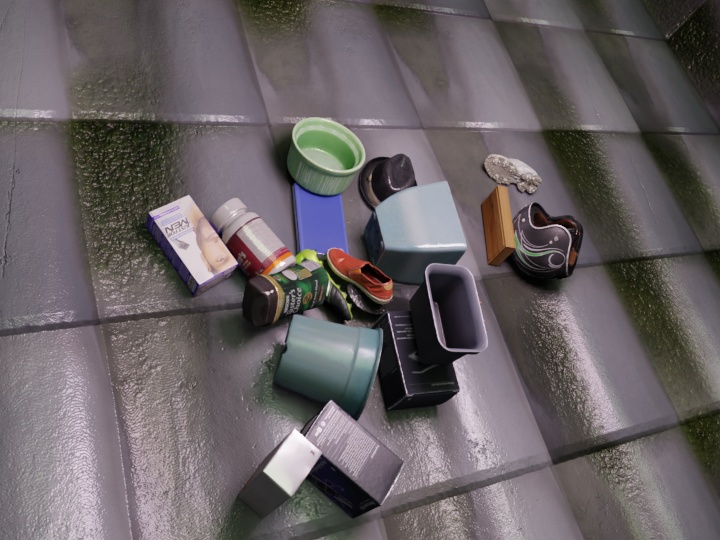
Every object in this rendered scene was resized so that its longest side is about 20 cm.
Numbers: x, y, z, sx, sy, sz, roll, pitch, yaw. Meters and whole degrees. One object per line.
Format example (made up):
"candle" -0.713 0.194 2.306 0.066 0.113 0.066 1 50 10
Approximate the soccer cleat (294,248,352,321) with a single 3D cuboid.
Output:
"soccer cleat" -0.093 0.044 1.555 0.080 0.068 0.202 -33 80 -16

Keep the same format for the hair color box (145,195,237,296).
"hair color box" -0.375 -0.057 1.468 0.109 0.065 0.201 -31 80 -36

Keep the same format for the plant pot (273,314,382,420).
"plant pot" -0.074 0.193 1.402 0.192 0.201 0.203 17 55 -6

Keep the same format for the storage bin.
"storage bin" 0.187 0.108 1.453 0.143 0.135 0.204 4 61 -23

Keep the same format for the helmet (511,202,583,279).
"helmet" 0.502 -0.080 1.830 0.187 0.203 0.201 14 46 29

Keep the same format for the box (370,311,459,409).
"box" 0.122 0.205 1.525 0.145 0.104 0.204 1 62 -25

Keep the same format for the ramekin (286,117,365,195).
"ramekin" -0.094 -0.288 1.698 0.196 0.098 0.203 15 46 -15

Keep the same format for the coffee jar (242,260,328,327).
"coffee jar" -0.163 0.050 1.428 0.085 0.106 0.198 34 33 30

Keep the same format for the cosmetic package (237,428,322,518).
"cosmetic package" -0.154 0.382 1.235 0.071 0.200 0.102 39 52 1

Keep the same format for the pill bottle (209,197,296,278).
"pill bottle" -0.247 -0.060 1.502 0.200 0.110 0.109 47 53 6

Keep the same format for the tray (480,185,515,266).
"tray" 0.384 -0.126 1.856 0.036 0.099 0.204 11 58 -18

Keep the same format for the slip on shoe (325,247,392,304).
"slip on shoe" 0.000 0.000 1.563 0.199 0.062 0.074 37 40 25

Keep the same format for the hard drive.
"hard drive" -0.101 -0.122 1.662 0.129 0.025 0.204 5 60 -24

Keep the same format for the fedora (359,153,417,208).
"fedora" 0.094 -0.245 1.785 0.197 0.092 0.204 12 58 -20

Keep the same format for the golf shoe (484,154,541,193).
"golf shoe" 0.460 -0.310 2.031 0.197 0.079 0.098 24 37 -18

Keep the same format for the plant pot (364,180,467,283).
"plant pot" 0.121 -0.087 1.655 0.196 0.197 0.200 -4 64 -18

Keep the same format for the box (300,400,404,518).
"box" -0.035 0.382 1.327 0.199 0.148 0.105 39 53 1

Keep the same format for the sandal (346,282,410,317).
"sandal" 0.045 0.087 1.605 0.197 0.048 0.077 21 53 -26
